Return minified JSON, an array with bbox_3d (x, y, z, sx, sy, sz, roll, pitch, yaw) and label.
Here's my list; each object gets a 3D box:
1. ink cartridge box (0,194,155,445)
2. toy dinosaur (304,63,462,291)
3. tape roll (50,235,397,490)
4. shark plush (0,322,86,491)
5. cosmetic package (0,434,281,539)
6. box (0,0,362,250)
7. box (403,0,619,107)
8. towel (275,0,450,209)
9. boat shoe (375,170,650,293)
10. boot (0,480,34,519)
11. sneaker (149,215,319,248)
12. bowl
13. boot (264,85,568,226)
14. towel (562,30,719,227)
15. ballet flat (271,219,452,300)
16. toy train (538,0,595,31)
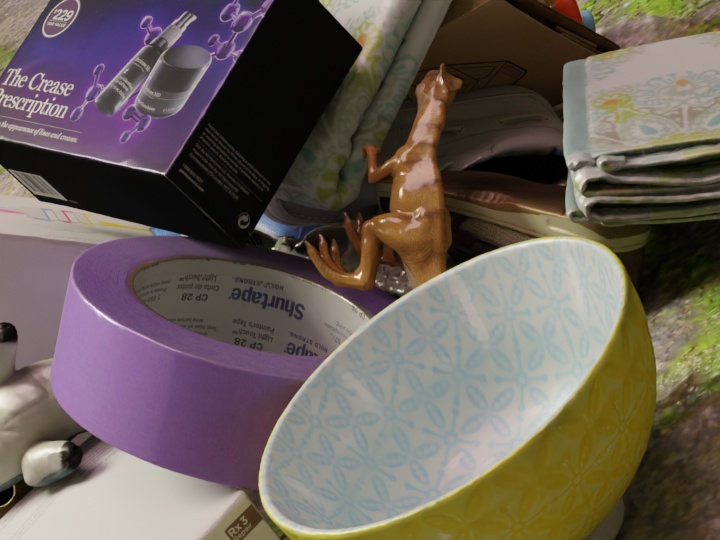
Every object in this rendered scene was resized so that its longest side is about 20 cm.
[{"bbox_3d":[-0.203,0.027,1.383,0.125,0.129,0.200,6,8,-16],"label":"ink cartridge box"},{"bbox_3d":[0.030,-0.014,1.167,0.106,0.060,0.201,-19,72,38],"label":"toy dinosaur"},{"bbox_3d":[-0.063,0.046,1.166,0.199,0.066,0.200,12,19,-4],"label":"tape roll"},{"bbox_3d":[-0.208,0.112,1.253,0.200,0.091,0.083,-47,-13,21],"label":"shark plush"},{"bbox_3d":[-0.119,0.161,1.162,0.113,0.081,0.200,-42,24,-15],"label":"cosmetic package"},{"bbox_3d":[-0.117,-0.104,1.255,0.200,0.079,0.141,13,64,46],"label":"box"},{"bbox_3d":[0.048,-0.115,1.388,0.199,0.163,0.021,-24,67,30],"label":"box"},{"bbox_3d":[-0.033,-0.139,1.313,0.171,0.048,0.201,13,73,47],"label":"towel"},{"bbox_3d":[0.079,-0.018,1.216,0.073,0.065,0.200,-8,14,-36],"label":"boat shoe"},{"bbox_3d":[-0.204,0.118,1.371,0.073,0.076,0.200,-34,21,7],"label":"boot"},{"bbox_3d":[-0.116,0.002,1.470,0.199,0.079,0.089,-26,22,23],"label":"sneaker"},{"bbox_3d":[0.064,0.088,1.009,0.200,0.108,0.200,-30,23,14],"label":"bowl"},{"bbox_3d":[0.036,-0.061,1.332,0.199,0.074,0.096,-17,27,-7],"label":"boot"},{"bbox_3d":[0.194,-0.083,1.175,0.170,0.048,0.200,-8,24,9],"label":"towel"},{"bbox_3d":[0.000,0.000,1.303,0.200,0.072,0.072,-1,40,53],"label":"ballet flat"},{"bbox_3d":[0.072,-0.151,1.427,0.199,0.056,0.150,-10,-21,-13],"label":"toy train"}]
